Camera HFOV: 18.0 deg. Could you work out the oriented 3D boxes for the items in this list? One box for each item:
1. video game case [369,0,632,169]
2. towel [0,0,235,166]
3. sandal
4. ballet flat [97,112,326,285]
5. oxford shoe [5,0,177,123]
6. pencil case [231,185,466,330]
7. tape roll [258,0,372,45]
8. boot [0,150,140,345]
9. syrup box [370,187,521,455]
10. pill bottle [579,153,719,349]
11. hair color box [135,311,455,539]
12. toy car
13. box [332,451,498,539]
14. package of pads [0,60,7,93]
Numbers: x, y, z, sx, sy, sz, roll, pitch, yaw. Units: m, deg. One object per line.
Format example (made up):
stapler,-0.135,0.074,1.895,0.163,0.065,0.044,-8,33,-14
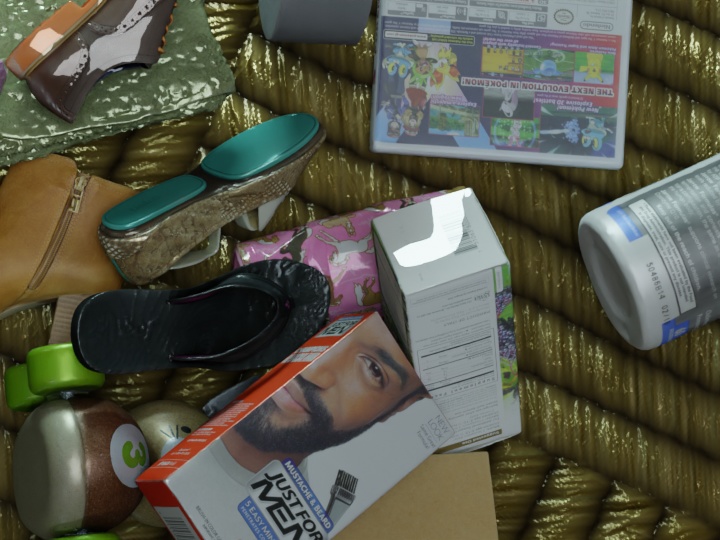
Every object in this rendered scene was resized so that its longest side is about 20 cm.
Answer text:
video game case,0.110,-0.175,1.748,0.199,0.023,0.183,4,89,-11
towel,-0.204,-0.164,1.674,0.199,0.036,0.149,-16,80,-11
sandal,-0.103,0.038,1.595,0.200,0.048,0.076,-11,93,-29
ballet flat,-0.106,-0.050,1.686,0.200,0.070,0.065,-29,124,-24
oxford shoe,-0.158,-0.187,1.638,0.200,0.071,0.073,-41,93,-6
pencil case,0.000,0.000,1.700,0.199,0.083,0.087,-13,66,-9
tape roll,-0.031,-0.263,1.633,0.066,0.200,0.201,2,90,-10
boot,-0.269,-0.023,1.666,0.200,0.071,0.145,13,82,-13
syrup box,0.064,0.043,1.652,0.081,0.200,0.079,-17,49,-7
pill bottle,0.278,-0.029,1.723,0.199,0.114,0.114,-24,94,-8
hair color box,-0.044,0.130,1.593,0.200,0.064,0.111,-39,103,-24
toy car,-0.146,0.139,1.650,0.199,0.158,0.165,-3,80,-21
box,0.009,0.216,1.646,0.199,0.021,0.164,-1,77,-20
package of pads,-0.333,-0.074,1.582,0.120,0.076,0.201,20,83,-8
